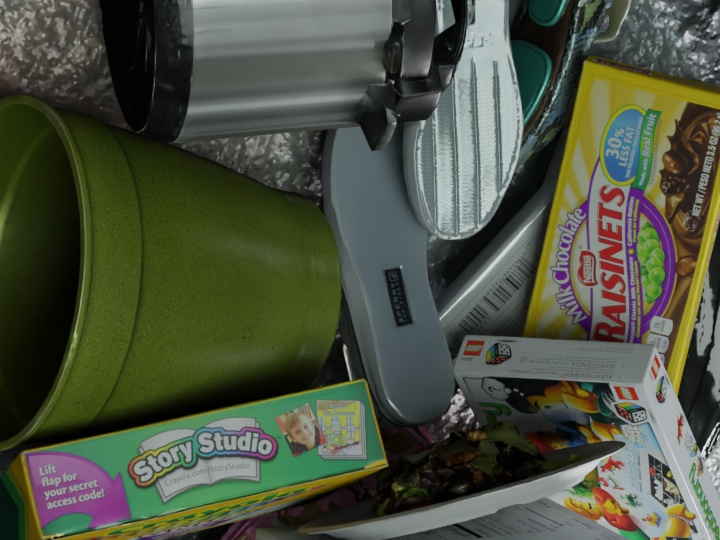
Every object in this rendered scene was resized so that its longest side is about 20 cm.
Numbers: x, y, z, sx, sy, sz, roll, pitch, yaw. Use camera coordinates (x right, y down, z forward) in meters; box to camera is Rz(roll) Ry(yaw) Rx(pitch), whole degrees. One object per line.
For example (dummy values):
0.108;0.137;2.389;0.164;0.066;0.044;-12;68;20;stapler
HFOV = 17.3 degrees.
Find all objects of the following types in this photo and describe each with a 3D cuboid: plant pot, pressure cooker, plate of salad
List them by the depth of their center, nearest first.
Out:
-0.038;-0.161;1.328;0.200;0.179;0.176;-7;111;-16;pressure cooker
-0.123;0.008;1.375;0.193;0.200;0.201;5;110;-34;plant pot
0.057;0.118;1.391;0.200;0.200;0.048;-14;88;-14;plate of salad

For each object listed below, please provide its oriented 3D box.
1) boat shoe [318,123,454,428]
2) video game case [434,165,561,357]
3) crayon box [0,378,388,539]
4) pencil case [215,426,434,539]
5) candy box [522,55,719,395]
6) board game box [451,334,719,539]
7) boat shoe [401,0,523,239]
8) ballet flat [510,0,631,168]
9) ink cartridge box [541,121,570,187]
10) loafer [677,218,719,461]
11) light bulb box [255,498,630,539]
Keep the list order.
0.004;0.000;1.469;0.075;0.086;0.202;-10;85;-31;boat shoe
0.166;0.014;1.513;0.182;0.022;0.200;41;94;-26;video game case
-0.104;0.121;1.371;0.200;0.173;0.058;-12;82;-17;crayon box
-0.036;0.165;1.519;0.200;0.083;0.087;-45;84;3;pencil case
0.165;-0.023;1.445;0.102;0.026;0.200;16;108;15;candy box
0.149;0.115;1.489;0.200;0.126;0.035;61;41;-43;board game box
0.059;-0.121;1.433;0.073;0.067;0.200;2;102;-17;boat shoe
0.127;-0.138;1.461;0.074;0.074;0.200;16;107;-25;ballet flat
0.196;-0.018;1.547;0.176;0.045;0.200;13;107;-23;ink cartridge box
0.216;0.032;1.494;0.070;0.068;0.201;17;111;13;loafer
0.059;0.220;1.406;0.200;0.198;0.125;-4;97;-17;light bulb box
